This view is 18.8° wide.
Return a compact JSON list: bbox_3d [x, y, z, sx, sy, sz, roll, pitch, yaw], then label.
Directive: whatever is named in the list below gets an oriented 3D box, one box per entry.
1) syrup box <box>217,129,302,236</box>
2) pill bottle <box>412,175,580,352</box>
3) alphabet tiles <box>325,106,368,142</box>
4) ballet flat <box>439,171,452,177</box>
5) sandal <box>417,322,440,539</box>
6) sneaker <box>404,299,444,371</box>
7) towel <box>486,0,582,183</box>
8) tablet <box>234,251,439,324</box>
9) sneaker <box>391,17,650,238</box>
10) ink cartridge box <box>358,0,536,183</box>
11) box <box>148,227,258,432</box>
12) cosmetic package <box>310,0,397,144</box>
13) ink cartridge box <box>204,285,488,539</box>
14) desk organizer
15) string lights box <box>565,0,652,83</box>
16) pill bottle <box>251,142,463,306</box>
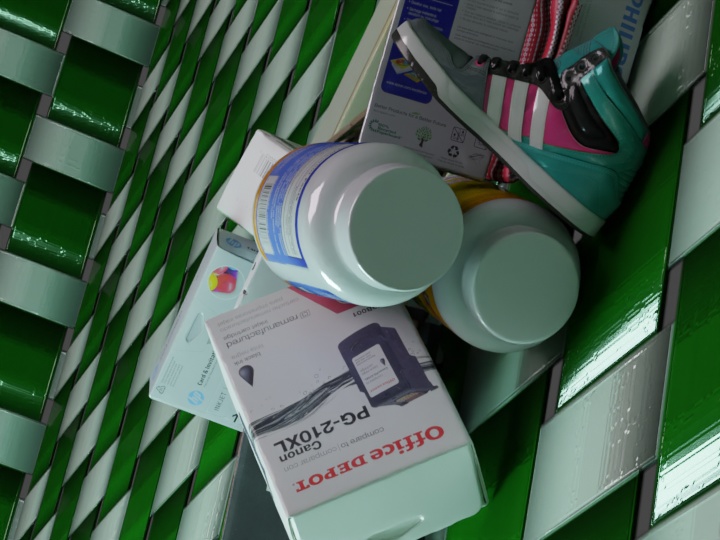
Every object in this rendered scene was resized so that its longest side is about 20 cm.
[{"bbox_3d":[-0.023,-0.048,1.860,0.079,0.199,0.082,35,100,36],"label":"syrup box"},{"bbox_3d":[0.093,-0.004,1.573,0.200,0.108,0.110,-142,74,-75],"label":"pill bottle"},{"bbox_3d":[0.059,-0.161,1.855,0.200,0.006,0.166,-37,-7,38],"label":"alphabet tiles"},{"bbox_3d":[0.092,-0.124,1.833,0.067,0.062,0.202,-140,71,-76],"label":"ballet flat"},{"bbox_3d":[0.052,0.142,1.678,0.075,0.045,0.202,150,125,-76],"label":"sandal"},{"bbox_3d":[0.030,0.011,1.712,0.080,0.201,0.074,-27,41,5],"label":"sneaker"},{"bbox_3d":[0.106,-0.143,1.652,0.200,0.022,0.146,-150,78,-74],"label":"towel"},{"bbox_3d":[0.000,0.000,1.754,0.014,0.199,0.131,41,110,49],"label":"tablet"},{"bbox_3d":[0.127,-0.132,1.510,0.121,0.200,0.084,-47,-2,9],"label":"sneaker"},{"bbox_3d":[0.071,-0.173,1.580,0.039,0.099,0.202,-19,-55,-87],"label":"ink cartridge box"},{"bbox_3d":[-0.061,0.071,1.850,0.041,0.198,0.157,-100,33,-63],"label":"box"},{"bbox_3d":[0.035,-0.157,2.009,0.073,0.103,0.201,-101,33,-63],"label":"cosmetic package"},{"bbox_3d":[-0.012,0.104,1.586,0.085,0.144,0.201,75,171,-49],"label":"ink cartridge box"},{"bbox_3d":[-0.073,0.201,1.710,0.077,0.071,0.202,-100,22,-83],"label":"desk organizer"},{"bbox_3d":[0.149,-0.157,1.675,0.200,0.059,0.104,161,127,-72],"label":"string lights box"},{"bbox_3d":[0.001,-0.033,1.508,0.113,0.111,0.200,-70,18,-3],"label":"pill bottle"}]
